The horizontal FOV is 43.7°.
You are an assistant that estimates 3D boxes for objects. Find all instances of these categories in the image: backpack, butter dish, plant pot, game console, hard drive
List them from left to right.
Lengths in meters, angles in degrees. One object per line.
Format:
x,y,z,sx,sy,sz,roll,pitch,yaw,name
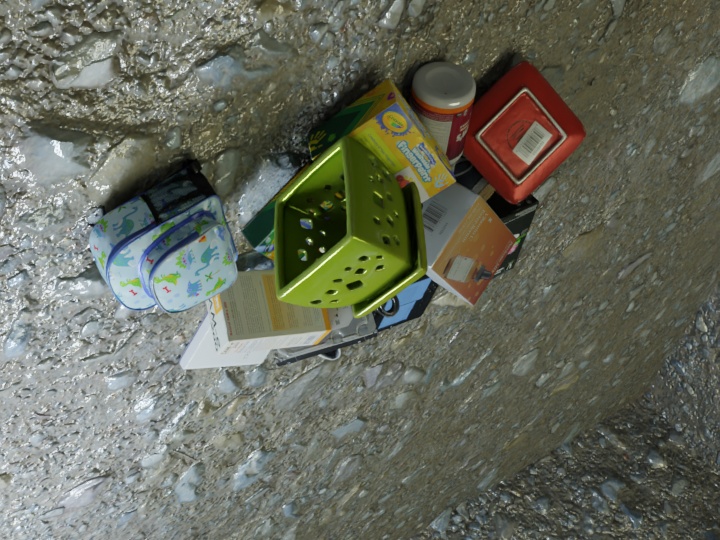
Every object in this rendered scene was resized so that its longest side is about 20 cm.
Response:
-0.287,-0.030,1.329,0.198,0.147,0.184,-28,146,-15,backpack
-0.237,0.130,1.717,0.198,0.025,0.133,2,129,-50,hard drive
-0.078,0.083,1.664,0.197,0.142,0.038,-15,160,-2,hard drive
-0.008,-0.053,1.401,0.180,0.202,0.199,22,138,-32,plant pot
0.090,0.071,2.010,0.198,0.031,0.178,-17,142,-35,game console
0.284,-0.264,1.693,0.200,0.148,0.199,-44,106,6,butter dish

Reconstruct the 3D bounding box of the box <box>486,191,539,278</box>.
0.256,-0.095,1.861,0.123,0.149,0.202,-23,146,-29,box

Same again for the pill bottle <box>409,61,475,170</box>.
0.133,-0.250,1.556,0.108,0.110,0.202,-26,147,-23,pill bottle

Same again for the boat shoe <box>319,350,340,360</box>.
-0.092,0.135,1.846,0.072,0.069,0.201,-37,150,-5,boat shoe

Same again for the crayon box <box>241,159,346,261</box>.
-0.095,-0.102,1.549,0.200,0.052,0.125,-45,150,7,crayon box

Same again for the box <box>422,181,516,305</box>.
0.170,-0.053,1.605,0.153,0.106,0.200,-56,144,-1,box

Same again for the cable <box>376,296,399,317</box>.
0.000,0.000,1.630,0.199,0.050,0.098,37,79,-24,cable

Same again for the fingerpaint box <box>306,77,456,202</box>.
0.036,-0.186,1.470,0.166,0.074,0.200,-31,132,17,fingerpaint box

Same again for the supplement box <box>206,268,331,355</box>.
-0.163,0.069,1.572,0.197,0.128,0.074,-3,158,-29,supplement box

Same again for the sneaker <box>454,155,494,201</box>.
0.162,-0.141,1.722,0.199,0.108,0.070,-41,157,-20,sneaker

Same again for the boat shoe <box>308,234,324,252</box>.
0.003,-0.018,1.567,0.198,0.062,0.072,19,78,-29,boat shoe

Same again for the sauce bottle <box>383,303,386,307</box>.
0.062,-0.018,1.665,0.064,0.065,0.202,-2,125,-47,sauce bottle
